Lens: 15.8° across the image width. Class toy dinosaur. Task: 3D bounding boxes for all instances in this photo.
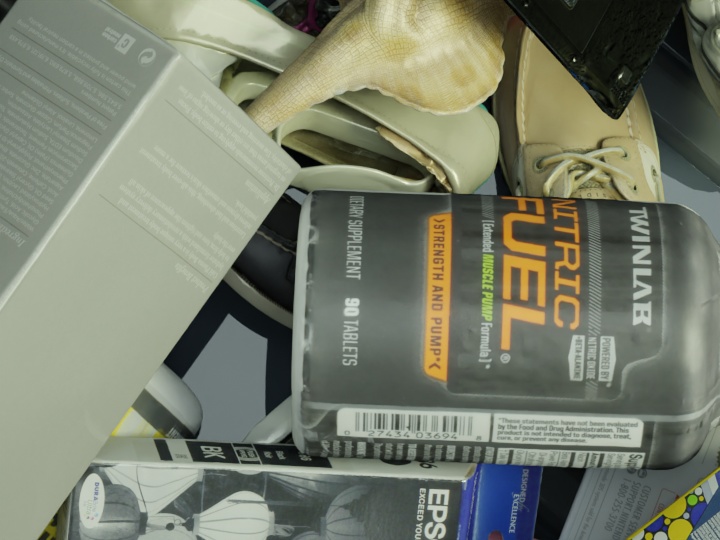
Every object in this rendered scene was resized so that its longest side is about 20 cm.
[{"bbox_3d":[0.010,-0.103,1.029,0.199,0.058,0.102,-24,82,-17],"label":"toy dinosaur"}]

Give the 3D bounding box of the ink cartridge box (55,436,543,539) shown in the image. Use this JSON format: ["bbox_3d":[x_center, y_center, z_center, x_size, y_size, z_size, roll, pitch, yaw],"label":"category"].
[{"bbox_3d":[-0.022,0.121,1.033,0.199,0.039,0.100,2,103,-13],"label":"ink cartridge box"}]

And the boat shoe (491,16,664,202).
[{"bbox_3d":[0.101,-0.027,1.120,0.072,0.065,0.201,-6,85,-4],"label":"boat shoe"}]

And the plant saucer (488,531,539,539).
[{"bbox_3d":[0.042,0.210,1.102,0.199,0.051,0.202,0,84,-5],"label":"plant saucer"}]

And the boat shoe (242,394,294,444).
[{"bbox_3d":[-0.059,0.124,1.088,0.200,0.076,0.060,-43,76,-6],"label":"boat shoe"}]

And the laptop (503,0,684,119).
[{"bbox_3d":[0.062,-0.192,1.027,0.103,0.200,0.178,19,75,43],"label":"laptop"}]

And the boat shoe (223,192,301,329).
[{"bbox_3d":[0.000,0.000,1.099,0.200,0.073,0.063,41,113,-3],"label":"boat shoe"}]

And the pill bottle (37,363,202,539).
[{"bbox_3d":[-0.166,0.098,1.067,0.112,0.112,0.200,41,84,1],"label":"pill bottle"}]

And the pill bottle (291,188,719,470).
[{"bbox_3d":[0.074,0.024,1.012,0.199,0.106,0.107,2,85,0],"label":"pill bottle"}]

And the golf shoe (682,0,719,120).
[{"bbox_3d":[0.162,-0.138,1.133,0.078,0.097,0.201,-1,58,3],"label":"golf shoe"}]

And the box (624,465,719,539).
[{"bbox_3d":[0.105,0.151,1.009,0.200,0.070,0.064,-39,68,10],"label":"box"}]

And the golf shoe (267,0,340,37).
[{"bbox_3d":[0.035,-0.132,1.129,0.199,0.092,0.073,-27,120,10],"label":"golf shoe"}]

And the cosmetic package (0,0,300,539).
[{"bbox_3d":[-0.125,0.004,0.961,0.090,0.107,0.200,36,85,33],"label":"cosmetic package"}]

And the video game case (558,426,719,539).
[{"bbox_3d":[0.167,0.130,1.042,0.181,0.024,0.201,21,88,21],"label":"video game case"}]

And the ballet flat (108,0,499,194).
[{"bbox_3d":[-0.039,-0.072,1.070,0.199,0.069,0.070,21,84,-1],"label":"ballet flat"}]
